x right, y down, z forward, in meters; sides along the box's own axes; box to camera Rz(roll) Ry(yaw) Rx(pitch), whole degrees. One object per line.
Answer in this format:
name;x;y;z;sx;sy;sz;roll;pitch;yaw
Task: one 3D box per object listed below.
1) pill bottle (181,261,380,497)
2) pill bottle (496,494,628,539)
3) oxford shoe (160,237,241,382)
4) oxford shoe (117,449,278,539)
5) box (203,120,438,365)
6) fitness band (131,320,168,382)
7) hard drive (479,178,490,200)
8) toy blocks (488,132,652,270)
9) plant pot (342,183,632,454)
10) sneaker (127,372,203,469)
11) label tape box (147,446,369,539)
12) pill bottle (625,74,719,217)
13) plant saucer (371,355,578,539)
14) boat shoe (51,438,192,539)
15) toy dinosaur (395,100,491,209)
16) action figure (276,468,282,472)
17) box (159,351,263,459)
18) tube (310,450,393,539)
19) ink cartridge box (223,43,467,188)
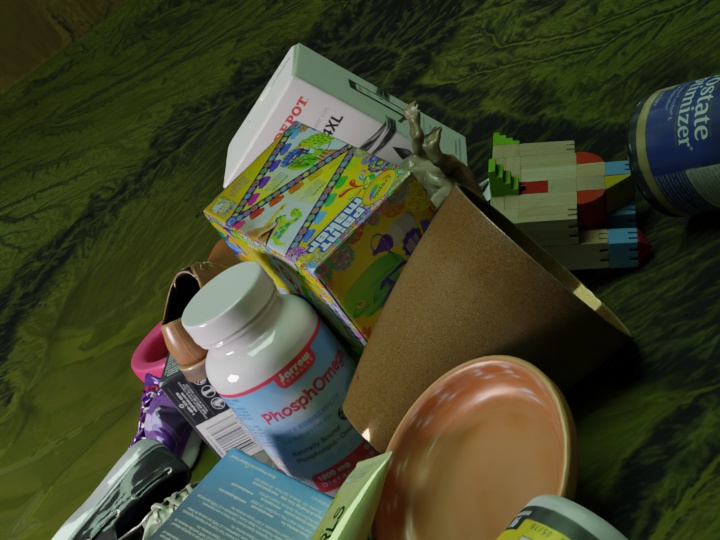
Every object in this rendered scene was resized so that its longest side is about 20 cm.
pill bottle;-0.061;0.093;1.706;0.109;0.200;0.109;-31;23;15
pill bottle;0.093;0.251;1.286;0.200;0.114;0.114;-46;24;-21
oxford shoe;-0.134;0.014;1.821;0.071;0.071;0.200;-26;24;22
oxford shoe;-0.154;0.222;1.784;0.200;0.058;0.075;-38;20;-6
box;0.000;0.000;1.749;0.122;0.200;0.192;-45;36;-12
fitness band;-0.155;0.057;2.130;0.200;0.037;0.144;-30;23;15
hard drive;0.120;-0.029;1.903;0.132;0.026;0.200;-30;23;18
toy blocks;0.184;-0.059;1.772;0.136;0.100;0.200;-4;30;7
plant pot;0.084;0.065;1.615;0.200;0.186;0.186;-50;21;8
sneaker;-0.196;0.148;1.953;0.080;0.084;0.200;-13;34;46
label tape box;-0.110;0.251;1.602;0.144;0.063;0.200;22;60;43
pill bottle;0.326;-0.112;1.650;0.200;0.112;0.112;-12;33;47
plant saucer;0.089;0.162;1.481;0.200;0.037;0.201;-27;50;38
boat shoe;-0.224;0.247;1.835;0.066;0.070;0.200;25;67;34
toy dinosaur;0.076;-0.068;1.819;0.086;0.136;0.200;-43;20;0
action figure;-0.134;0.251;1.707;0.200;0.052;0.065;-41;18;-17
box;-0.101;0.074;1.904;0.106;0.122;0.200;-27;24;21
tube;-0.028;0.229;1.519;0.058;0.052;0.200;12;67;34
ink cartridge box;-0.016;-0.106;1.975;0.146;0.200;0.084;-56;15;25
